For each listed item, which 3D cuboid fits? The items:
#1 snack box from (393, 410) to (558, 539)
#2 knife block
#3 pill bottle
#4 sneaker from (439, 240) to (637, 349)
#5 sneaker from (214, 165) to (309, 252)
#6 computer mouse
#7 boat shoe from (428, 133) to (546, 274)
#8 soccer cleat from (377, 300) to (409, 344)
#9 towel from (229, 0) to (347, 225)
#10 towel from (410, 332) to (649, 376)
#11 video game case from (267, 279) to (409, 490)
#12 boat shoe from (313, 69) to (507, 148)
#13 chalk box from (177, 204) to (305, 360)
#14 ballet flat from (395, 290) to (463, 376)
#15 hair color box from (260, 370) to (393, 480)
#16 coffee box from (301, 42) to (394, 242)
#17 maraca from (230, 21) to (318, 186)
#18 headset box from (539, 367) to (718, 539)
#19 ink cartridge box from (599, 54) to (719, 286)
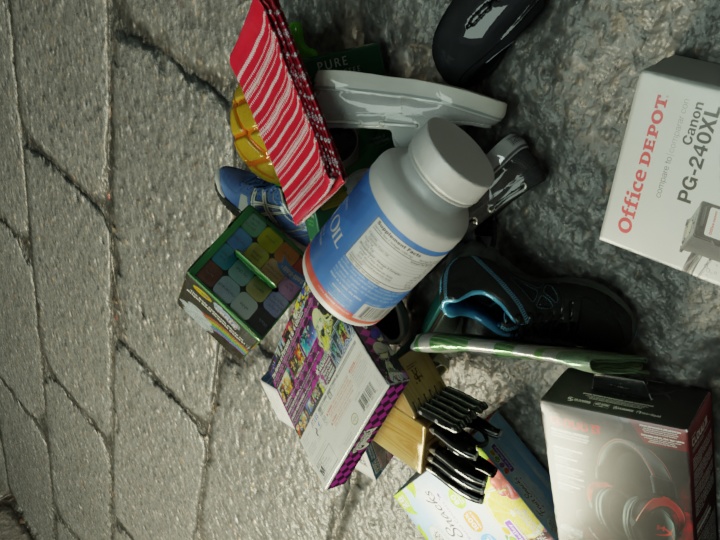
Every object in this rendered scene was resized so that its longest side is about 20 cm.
[{"bbox_3d":[0.153,0.296,0.864,0.170,0.067,0.201,50,137,13],"label":"snack box"},{"bbox_3d":[0.067,0.186,0.802,0.199,0.063,0.179,-36,81,50],"label":"knife block"},{"bbox_3d":[0.036,-0.046,0.681,0.113,0.111,0.200,50,125,11],"label":"pill bottle"},{"bbox_3d":[0.169,0.044,0.684,0.195,0.083,0.074,18,133,11],"label":"sneaker"},{"bbox_3d":[-0.109,-0.092,0.922,0.197,0.076,0.078,31,133,16],"label":"sneaker"},{"bbox_3d":[0.109,-0.268,0.640,0.199,0.046,0.142,-35,86,47],"label":"computer mouse"},{"bbox_3d":[0.120,-0.049,0.730,0.067,0.069,0.201,50,128,14],"label":"boat shoe"},{"bbox_3d":[0.000,0.000,0.834,0.067,0.085,0.203,-28,96,3],"label":"soccer cleat"},{"bbox_3d":[-0.081,-0.160,0.720,0.144,0.022,0.205,-30,81,64],"label":"towel"},{"bbox_3d":[0.165,0.083,0.694,0.197,0.150,0.024,4,86,43],"label":"towel"},{"bbox_3d":[-0.035,0.121,0.816,0.183,0.035,0.203,56,136,33],"label":"video game case"},{"bbox_3d":[0.044,-0.154,0.695,0.194,0.072,0.071,9,104,7],"label":"boat shoe"},{"bbox_3d":[-0.142,0.014,0.889,0.124,0.125,0.200,42,155,-4],"label":"chalk box"},{"bbox_3d":[0.089,0.089,0.839,0.063,0.068,0.202,26,133,-4],"label":"ballet flat"},{"bbox_3d":[-0.045,0.205,0.997,0.197,0.061,0.102,23,145,35],"label":"hair color box"},{"bbox_3d":[-0.018,-0.137,0.775,0.044,0.120,0.205,23,130,62],"label":"coffee box"},{"bbox_3d":[-0.098,-0.197,0.832,0.135,0.106,0.204,26,126,27],"label":"maraca"},{"bbox_3d":[0.267,0.194,0.697,0.146,0.074,0.205,5,114,42],"label":"headset box"},{"bbox_3d":[0.298,-0.065,0.531,0.197,0.083,0.149,26,126,33],"label":"ink cartridge box"}]
